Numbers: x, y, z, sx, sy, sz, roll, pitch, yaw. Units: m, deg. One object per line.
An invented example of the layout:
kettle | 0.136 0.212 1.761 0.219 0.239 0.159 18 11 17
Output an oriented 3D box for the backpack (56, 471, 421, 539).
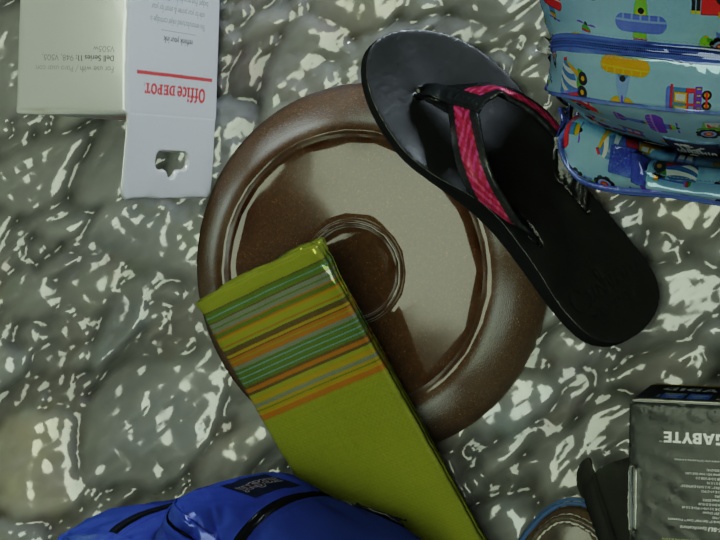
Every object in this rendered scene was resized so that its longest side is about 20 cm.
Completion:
backpack | -0.064 0.187 1.011 0.200 0.162 0.168 20 98 27

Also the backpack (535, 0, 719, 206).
backpack | 0.166 -0.095 0.896 0.182 0.200 0.135 10 96 17

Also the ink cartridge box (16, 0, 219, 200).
ink cartridge box | -0.125 -0.138 1.035 0.067 0.117 0.201 3 93 20

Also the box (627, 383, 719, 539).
box | 0.213 0.133 0.831 0.200 0.049 0.160 1 96 20

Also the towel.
towel | -0.005 0.084 1.031 0.086 0.018 0.200 -24 100 31

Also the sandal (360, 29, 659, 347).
sandal | 0.081 -0.050 0.993 0.075 0.045 0.200 -39 84 -21

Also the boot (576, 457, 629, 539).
boot | 0.210 0.143 0.962 0.200 0.139 0.078 2 136 -14

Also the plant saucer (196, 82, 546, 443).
plant saucer | 0.000 0.000 1.046 0.200 0.032 0.201 1 93 18

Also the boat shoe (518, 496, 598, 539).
boat shoe | 0.085 0.214 1.004 0.072 0.072 0.200 20 98 17
